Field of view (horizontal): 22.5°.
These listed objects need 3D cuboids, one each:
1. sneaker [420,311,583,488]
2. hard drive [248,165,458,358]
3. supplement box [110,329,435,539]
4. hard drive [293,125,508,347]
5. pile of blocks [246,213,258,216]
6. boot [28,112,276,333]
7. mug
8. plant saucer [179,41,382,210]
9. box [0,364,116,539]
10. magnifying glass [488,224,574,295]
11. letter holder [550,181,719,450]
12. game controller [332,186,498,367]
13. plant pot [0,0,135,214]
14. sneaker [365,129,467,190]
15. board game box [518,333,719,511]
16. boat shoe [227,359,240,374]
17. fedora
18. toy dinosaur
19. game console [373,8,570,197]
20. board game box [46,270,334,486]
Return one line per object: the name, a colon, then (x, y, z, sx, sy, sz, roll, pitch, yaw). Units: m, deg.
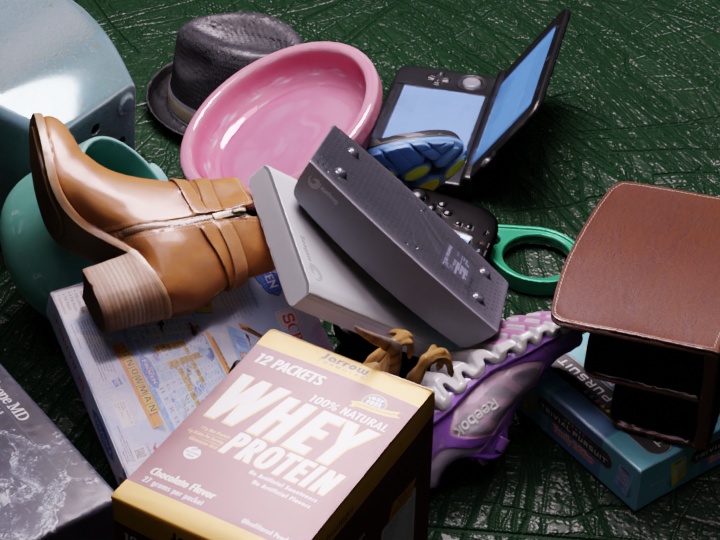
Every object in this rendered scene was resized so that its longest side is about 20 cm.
sneaker: (0.096, 0.104, 1.431, 0.200, 0.088, 0.080, -31, 10, -16)
hard drive: (0.000, 0.000, 1.468, 0.200, 0.027, 0.132, 24, 37, -45)
supplement box: (-0.055, 0.188, 1.241, 0.133, 0.200, 0.197, 20, 42, 23)
hard drive: (0.033, -0.026, 1.459, 0.200, 0.042, 0.135, 42, 19, -6)
pile of blocks: (-0.110, -0.017, 1.558, 0.082, 0.062, 0.200, 26, 7, 33)
boot: (-0.166, -0.056, 1.428, 0.155, 0.077, 0.200, -20, 64, -22)
mug: (-0.227, -0.022, 1.557, 0.114, 0.185, 0.152, -27, 73, 20)
plant saucer: (-0.067, -0.125, 1.661, 0.200, 0.051, 0.201, -18, 41, 17)
box: (-0.302, 0.189, 1.305, 0.200, 0.117, 0.197, -24, 44, -29)
magnifying glass: (0.112, -0.027, 1.663, 0.200, 0.022, 0.080, 22, 44, 22)
letter holder: (0.236, 0.029, 1.454, 0.142, 0.101, 0.200, 13, 40, 17)
game controller: (0.051, 0.004, 1.589, 0.104, 0.042, 0.200, 12, 47, 16)
plant pot: (-0.318, -0.140, 1.668, 0.200, 0.196, 0.196, 28, 45, 23)
sneaker: (0.000, -0.109, 1.691, 0.200, 0.071, 0.083, -8, 48, 15)
board game box: (0.252, 0.098, 1.484, 0.200, 0.047, 0.151, -23, 44, -28)
boat shoe: (-0.121, 0.151, 1.340, 0.066, 0.072, 0.201, 34, 60, 3)
fedora: (-0.118, -0.204, 1.820, 0.201, 0.092, 0.201, 1, 38, -1)
toy dinosaur: (0.018, 0.080, 1.323, 0.060, 0.200, 0.106, 44, 55, 10)
game console: (0.102, -0.175, 1.771, 0.176, 0.116, 0.200, 10, 39, 11)
board game box: (-0.120, 0.081, 1.434, 0.199, 0.041, 0.200, -17, 71, -22)
